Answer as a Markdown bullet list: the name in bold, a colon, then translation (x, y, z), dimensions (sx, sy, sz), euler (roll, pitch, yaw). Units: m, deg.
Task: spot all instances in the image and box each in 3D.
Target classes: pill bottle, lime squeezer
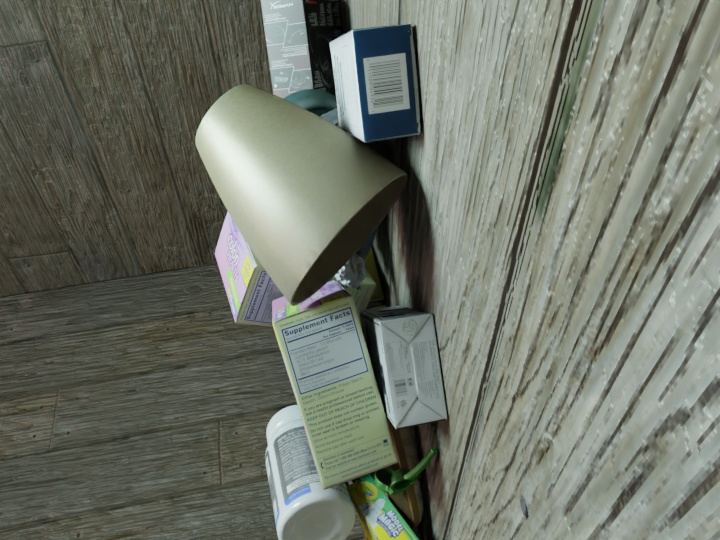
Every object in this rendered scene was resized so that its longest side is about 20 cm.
- **pill bottle**: translation (-0.082, 0.303, 0.936), dimensions (0.201, 0.111, 0.116), euler (-118, 19, -58)
- **lime squeezer**: translation (0.050, 0.258, 0.825), dimensions (0.199, 0.037, 0.072), euler (-18, 55, 64)

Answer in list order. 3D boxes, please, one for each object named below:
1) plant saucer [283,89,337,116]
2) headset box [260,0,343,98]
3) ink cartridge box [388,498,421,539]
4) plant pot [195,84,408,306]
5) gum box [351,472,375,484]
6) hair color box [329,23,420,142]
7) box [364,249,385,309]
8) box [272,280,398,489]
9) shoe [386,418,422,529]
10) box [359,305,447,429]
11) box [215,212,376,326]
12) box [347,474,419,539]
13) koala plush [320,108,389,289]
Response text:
- **plant saucer**: translation (-0.068, -0.166, 0.944), dimensions (0.027, 0.197, 0.205), euler (23, 126, 47)
- **headset box**: translation (-0.079, -0.324, 0.997), dimensions (0.149, 0.075, 0.205), euler (-44, -48, -61)
- **ink cartridge box**: translation (0.081, 0.491, 1.024), dimensions (0.201, 0.040, 0.204), euler (92, 168, -57)
- **plant pot**: translation (-0.081, -0.100, 0.688), dimensions (0.200, 0.188, 0.188), euler (43, 167, 6)
- **gum box**: translation (-0.035, 0.224, 1.004), dimensions (0.171, 0.044, 0.202), euler (71, 175, -53)
- **hair color box**: translation (0.010, -0.199, 0.668), dimensions (0.200, 0.059, 0.103), euler (-118, 21, -71)
- **box**: translation (0.000, 0.000, 1.070), dimensions (0.076, 0.049, 0.203), euler (89, 171, -55)
- **box**: translation (-0.038, 0.130, 0.784), dimensions (0.176, 0.094, 0.205), euler (-147, 41, -80)
- **shoe**: translation (0.063, 0.260, 0.884), dimensions (0.070, 0.052, 0.205), euler (-5, 97, 63)
- **box**: translation (0.045, 0.106, 0.757), dimensions (0.200, 0.059, 0.120), euler (164, 97, -83)
- **box**: translation (-0.104, -0.001, 0.965), dimensions (0.098, 0.196, 0.177), euler (-64, 34, 25)
- **box**: translation (0.041, 0.383, 0.896), dimensions (0.199, 0.048, 0.120), euler (33, 145, 57)
- **koala plush**: translation (-0.040, -0.090, 0.872), dimensions (0.179, 0.180, 0.203), euler (-109, 0, -56)
